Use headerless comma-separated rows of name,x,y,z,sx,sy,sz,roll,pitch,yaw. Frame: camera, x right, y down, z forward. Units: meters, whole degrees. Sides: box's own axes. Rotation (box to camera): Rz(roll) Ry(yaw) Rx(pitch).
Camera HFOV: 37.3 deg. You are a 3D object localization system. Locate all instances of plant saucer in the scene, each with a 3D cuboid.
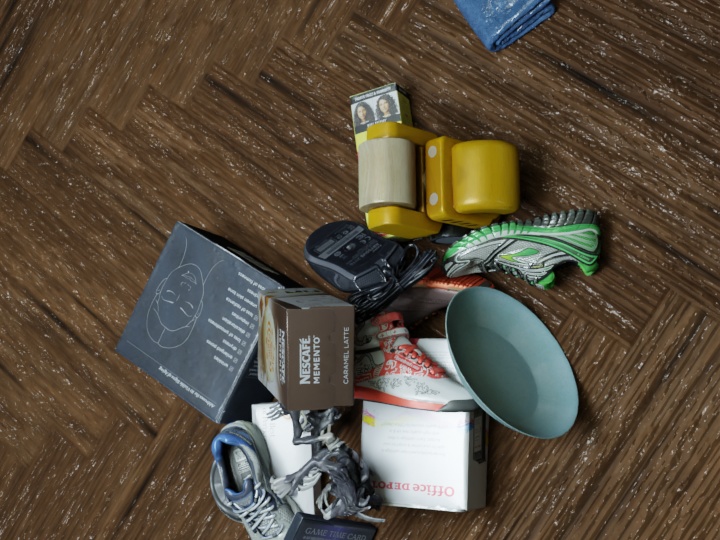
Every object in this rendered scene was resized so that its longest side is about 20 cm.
plant saucer,0.167,0.113,1.238,0.039,0.199,0.203,-45,65,36

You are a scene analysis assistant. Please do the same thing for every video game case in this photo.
video game case,-0.069,0.400,1.325,0.019,0.142,0.203,26,93,44

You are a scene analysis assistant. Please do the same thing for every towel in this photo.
towel,0.162,-0.390,1.388,0.111,0.048,0.202,-35,69,17

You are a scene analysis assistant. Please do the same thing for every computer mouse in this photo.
computer mouse,0.000,0.000,1.325,0.138,0.053,0.199,-35,36,-17

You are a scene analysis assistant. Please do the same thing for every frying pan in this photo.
frying pan,-0.128,0.278,1.436,0.187,0.031,0.117,-10,79,26

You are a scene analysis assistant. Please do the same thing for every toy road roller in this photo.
toy road roller,0.104,-0.110,1.291,0.145,0.198,0.125,-11,76,46

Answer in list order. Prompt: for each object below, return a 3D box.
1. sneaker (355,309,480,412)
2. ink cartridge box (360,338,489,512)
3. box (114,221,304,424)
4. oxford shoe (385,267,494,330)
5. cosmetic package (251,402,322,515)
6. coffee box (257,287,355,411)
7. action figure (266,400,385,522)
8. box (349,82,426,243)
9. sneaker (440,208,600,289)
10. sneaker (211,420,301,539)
sneaker,0.052,0.105,1.259,0.199,0.067,0.110,4,86,32
ink cartridge box,0.081,0.186,1.316,0.145,0.085,0.204,0,84,27
box,-0.192,0.072,1.442,0.198,0.124,0.199,30,94,25
oxford shoe,0.079,0.038,1.360,0.197,0.071,0.074,1,102,30
cosmetic package,-0.094,0.273,1.389,0.081,0.051,0.204,-4,85,9
coffee box,-0.068,0.087,1.252,0.078,0.200,0.117,-2,94,-15
action figure,-0.043,0.240,1.273,0.102,0.119,0.201,-43,41,9
box,0.037,-0.137,1.406,0.074,0.050,0.204,-12,78,23
sneaker,0.193,-0.017,1.287,0.197,0.078,0.087,-10,82,12
sneaker,-0.134,0.287,1.328,0.076,0.085,0.202,-31,80,10
